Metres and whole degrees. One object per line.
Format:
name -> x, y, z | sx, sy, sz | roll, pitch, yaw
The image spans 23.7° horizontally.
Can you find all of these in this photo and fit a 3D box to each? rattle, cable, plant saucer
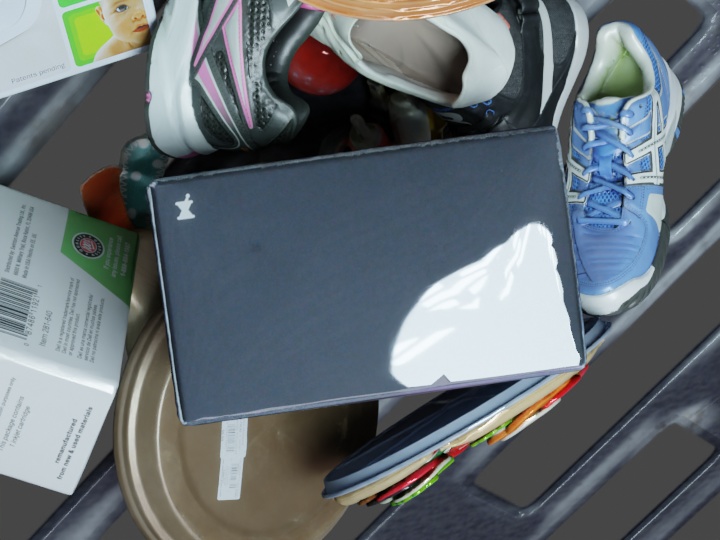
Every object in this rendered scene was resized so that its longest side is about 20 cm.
rattle -> -0.144, 0.014, 1.081 | 0.200, 0.142, 0.131 | 47, 66, -31
cable -> 0.037, -0.050, 1.096 | 0.097, 0.050, 0.201 | -44, 135, -16
plant saucer -> -0.061, 0.092, 1.050 | 0.198, 0.029, 0.203 | -6, 100, -39

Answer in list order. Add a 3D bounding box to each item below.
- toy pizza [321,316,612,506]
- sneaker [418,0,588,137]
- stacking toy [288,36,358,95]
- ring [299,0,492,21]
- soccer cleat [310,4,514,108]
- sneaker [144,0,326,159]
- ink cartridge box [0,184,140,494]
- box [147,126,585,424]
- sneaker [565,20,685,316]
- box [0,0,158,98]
toy pizza -> 0.066, 0.089, 1.013 | 0.199, 0.032, 0.200 | -31, 180, 0
sneaker -> 0.069, -0.075, 1.041 | 0.111, 0.073, 0.203 | -1, 105, -49
stacking toy -> 0.021, -0.181, 0.971 | 0.085, 0.086, 0.200 | 18, 125, -37
ring -> 0.033, -0.191, 0.785 | 0.198, 0.019, 0.201 | -10, 144, -7
soccer cleat -> -0.010, -0.148, 0.909 | 0.078, 0.198, 0.070 | -44, 160, -59
sneaker -> -0.053, -0.156, 0.871 | 0.085, 0.080, 0.203 | 5, 101, 18
ink cartridge box -> -0.228, 0.017, 0.919 | 0.198, 0.145, 0.084 | 20, 122, -14
box -> 0.000, 0.000, 0.894 | 0.197, 0.198, 0.125 | -8, 92, -1
sneaker -> 0.153, -0.065, 1.066 | 0.075, 0.202, 0.077 | -5, 146, 25
box -> -0.216, -0.175, 0.836 | 0.198, 0.097, 0.178 | -19, 136, -11
